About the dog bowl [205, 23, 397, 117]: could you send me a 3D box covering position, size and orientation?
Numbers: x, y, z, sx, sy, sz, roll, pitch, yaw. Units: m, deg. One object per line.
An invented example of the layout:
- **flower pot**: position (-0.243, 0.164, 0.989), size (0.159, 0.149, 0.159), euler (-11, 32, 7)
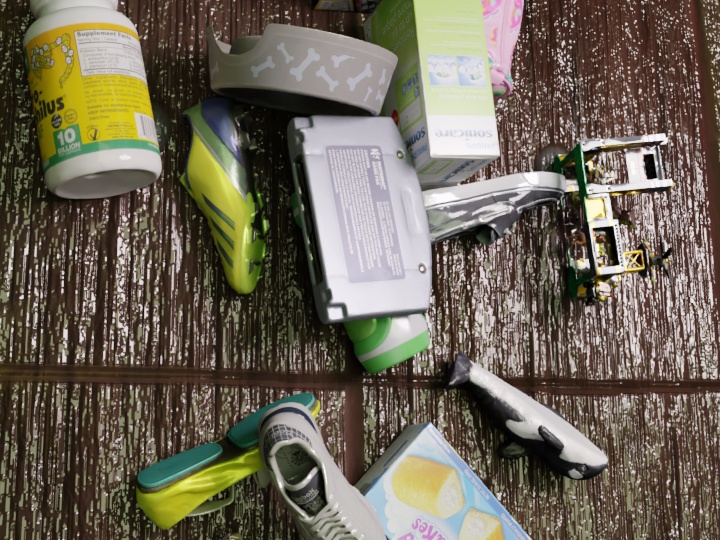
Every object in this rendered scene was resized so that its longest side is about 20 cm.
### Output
- **dog bowl**: position (-0.062, -0.196, 0.966), size (0.196, 0.200, 0.060), euler (8, 92, -18)

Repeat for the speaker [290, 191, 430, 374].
- **speaker**: position (0.000, 0.000, 1.002), size (0.087, 0.088, 0.203), euler (-24, 88, -22)

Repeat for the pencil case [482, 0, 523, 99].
- **pencil case**: position (0.149, -0.303, 1.117), size (0.086, 0.087, 0.204), euler (16, 75, -16)

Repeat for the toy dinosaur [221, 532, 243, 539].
- **toy dinosaur**: position (-0.059, 0.321, 0.943), size (0.088, 0.047, 0.202), euler (-36, 95, -16)

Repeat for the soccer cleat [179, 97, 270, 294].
- **soccer cleat**: position (-0.142, -0.075, 0.989), size (0.082, 0.065, 0.205), euler (-8, 86, 9)

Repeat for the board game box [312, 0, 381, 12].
- **board game box**: position (0.038, -0.332, 1.019), size (0.132, 0.200, 0.035), euler (-2, 80, -20)

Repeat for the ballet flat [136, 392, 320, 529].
- **ballet flat**: position (-0.122, 0.189, 0.941), size (0.197, 0.067, 0.068), euler (-25, 109, -20)

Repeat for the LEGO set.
- **LEGO set**: position (0.297, -0.064, 1.088), size (0.113, 0.154, 0.205), euler (-5, 73, -3)

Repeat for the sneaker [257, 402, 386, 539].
- **sneaker**: position (-0.035, 0.222, 0.891), size (0.076, 0.081, 0.202), euler (-34, 103, -2)

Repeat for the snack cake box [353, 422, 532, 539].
- **snack cake box**: position (0.087, 0.272, 0.992), size (0.115, 0.067, 0.201), euler (-43, 95, -22)

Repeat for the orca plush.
- **orca plush**: position (0.167, 0.176, 1.040), size (0.198, 0.105, 0.072), euler (31, 102, -15)

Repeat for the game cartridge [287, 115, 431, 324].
- **game cartridge**: position (0.004, -0.052, 0.949), size (0.130, 0.041, 0.205), euler (-4, 77, -27)

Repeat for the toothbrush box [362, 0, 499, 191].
- **toothbrush box**: position (0.072, -0.199, 1.035), size (0.084, 0.145, 0.205), euler (-4, 81, -20)

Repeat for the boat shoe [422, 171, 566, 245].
- **boat shoe**: position (0.144, -0.063, 1.075), size (0.196, 0.072, 0.069), euler (-10, 81, -19)

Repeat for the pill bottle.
- **pill bottle**: position (-0.262, -0.181, 0.928), size (0.110, 0.113, 0.205), euler (-9, 83, -21)
